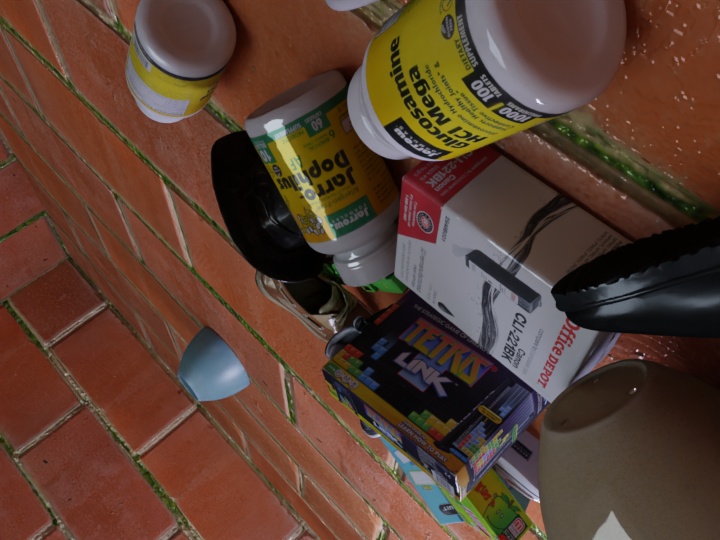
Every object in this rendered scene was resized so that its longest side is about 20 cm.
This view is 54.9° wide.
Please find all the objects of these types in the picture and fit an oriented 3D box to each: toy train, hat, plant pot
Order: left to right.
[{"bbox_3d":[-0.413,0.273,1.876,0.200,0.134,0.201,39,153,25],"label":"plant pot"},{"bbox_3d":[-0.082,-0.091,0.799,0.080,0.201,0.202,-30,100,32],"label":"hat"},{"bbox_3d":[0.000,0.000,0.884,0.056,0.042,0.199,47,161,-22],"label":"toy train"},{"bbox_3d":[0.213,0.148,0.522,0.135,0.199,0.200,56,156,-4],"label":"plant pot"}]

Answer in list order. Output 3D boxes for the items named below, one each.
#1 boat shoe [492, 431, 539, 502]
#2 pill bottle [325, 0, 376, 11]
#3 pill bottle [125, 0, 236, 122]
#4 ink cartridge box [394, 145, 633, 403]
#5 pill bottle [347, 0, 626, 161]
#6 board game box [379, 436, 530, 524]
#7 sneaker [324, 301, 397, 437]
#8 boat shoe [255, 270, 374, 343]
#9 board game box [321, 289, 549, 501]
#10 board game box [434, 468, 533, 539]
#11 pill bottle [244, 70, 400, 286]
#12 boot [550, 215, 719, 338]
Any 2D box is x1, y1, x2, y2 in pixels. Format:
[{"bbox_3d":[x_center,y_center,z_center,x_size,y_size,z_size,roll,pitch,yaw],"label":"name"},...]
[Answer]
[{"bbox_3d":[0.165,0.204,0.844,0.199,0.072,0.066,39,150,9],"label":"boat shoe"},{"bbox_3d":[-0.010,-0.278,0.425,0.112,0.113,0.201,13,136,54],"label":"pill bottle"},{"bbox_3d":[-0.225,-0.252,0.841,0.113,0.112,0.200,54,156,-7],"label":"pill bottle"},{"bbox_3d":[0.130,-0.001,0.597,0.199,0.084,0.145,39,153,24],"label":"ink cartridge box"},{"bbox_3d":[0.070,-0.140,0.475,0.113,0.112,0.199,56,156,-11],"label":"pill bottle"},{"bbox_3d":[0.119,0.251,0.951,0.150,0.047,0.201,-26,103,44],"label":"board game box"},{"bbox_3d":[0.005,0.132,0.881,0.075,0.113,0.202,40,125,44],"label":"sneaker"},{"bbox_3d":[-0.048,0.047,0.921,0.199,0.076,0.074,31,166,-23],"label":"boat shoe"},{"bbox_3d":[0.084,0.117,0.741,0.199,0.165,0.057,31,151,37],"label":"board game box"},{"bbox_3d":[0.114,0.236,0.839,0.201,0.048,0.101,53,163,-13],"label":"board game box"},{"bbox_3d":[-0.025,-0.089,0.714,0.112,0.112,0.201,9,131,56],"label":"pill bottle"},{"bbox_3d":[0.235,0.050,0.427,0.197,0.073,0.164,-22,100,38],"label":"boot"}]
